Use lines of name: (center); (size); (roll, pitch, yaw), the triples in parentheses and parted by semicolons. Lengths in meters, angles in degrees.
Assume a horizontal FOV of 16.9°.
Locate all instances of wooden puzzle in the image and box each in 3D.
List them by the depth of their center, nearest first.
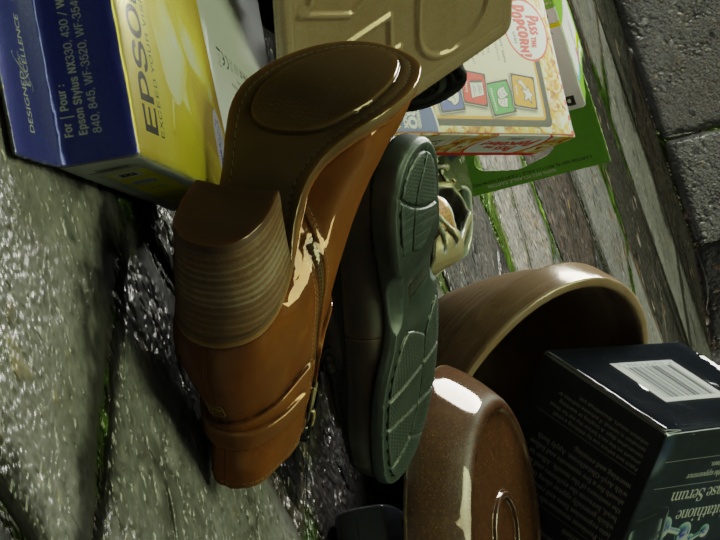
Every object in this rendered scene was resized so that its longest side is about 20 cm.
wooden puzzle: (0.014, -0.165, 1.378); (0.046, 0.185, 0.200); (40, -31, 26)

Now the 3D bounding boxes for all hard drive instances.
hard drive: (-0.080, -0.138, 1.303); (0.132, 0.026, 0.200); (40, 37, -70)

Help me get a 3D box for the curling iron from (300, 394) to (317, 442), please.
curling iron: (-0.030, 0.051, 1.330); (0.200, 0.025, 0.050); (-62, 158, -79)

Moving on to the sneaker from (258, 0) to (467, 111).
sneaker: (-0.012, -0.177, 1.482); (0.200, 0.076, 0.091); (40, 35, -43)

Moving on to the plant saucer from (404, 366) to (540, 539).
plant saucer: (0.069, 0.154, 1.391); (0.200, 0.034, 0.201); (-4, 90, -72)

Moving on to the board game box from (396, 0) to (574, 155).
board game box: (0.046, -0.154, 1.605); (0.200, 0.046, 0.152); (-2, 76, -43)

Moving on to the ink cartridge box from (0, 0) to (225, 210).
ink cartridge box: (-0.118, -0.135, 1.090); (0.200, 0.047, 0.198); (26, 52, -78)

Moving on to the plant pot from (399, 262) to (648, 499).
plant pot: (0.083, 0.075, 1.551); (0.093, 0.201, 0.201); (33, -17, 36)

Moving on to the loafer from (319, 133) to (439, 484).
loafer: (0.003, 0.016, 1.261); (0.072, 0.063, 0.200); (-44, 142, -53)

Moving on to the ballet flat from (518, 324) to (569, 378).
ballet flat: (0.111, 0.090, 1.689); (0.200, 0.067, 0.067); (129, -28, -66)

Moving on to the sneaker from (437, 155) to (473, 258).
sneaker: (0.041, -0.082, 1.681); (0.200, 0.067, 0.090); (66, 10, -51)

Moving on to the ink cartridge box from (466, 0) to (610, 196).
ink cartridge box: (0.096, -0.123, 1.787); (0.076, 0.148, 0.200); (-89, 161, -53)

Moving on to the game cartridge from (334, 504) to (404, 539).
game cartridge: (0.032, 0.215, 1.394); (0.200, 0.041, 0.133); (57, 26, -57)

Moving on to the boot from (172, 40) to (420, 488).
boot: (-0.031, -0.006, 1.158); (0.200, 0.074, 0.155); (-49, 147, -41)

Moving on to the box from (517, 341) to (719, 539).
box: (0.162, 0.158, 1.535); (0.148, 0.107, 0.200); (-2, 119, -48)

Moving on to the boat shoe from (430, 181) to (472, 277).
boat shoe: (0.025, -0.025, 1.517); (0.075, 0.068, 0.200); (60, 12, -6)
